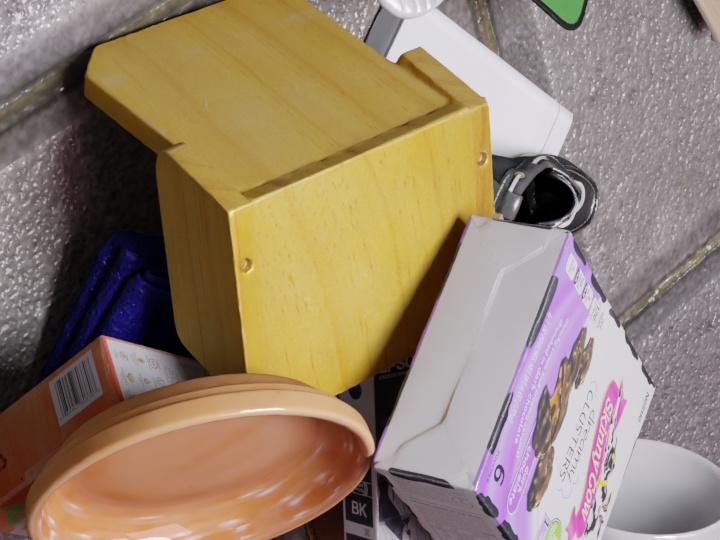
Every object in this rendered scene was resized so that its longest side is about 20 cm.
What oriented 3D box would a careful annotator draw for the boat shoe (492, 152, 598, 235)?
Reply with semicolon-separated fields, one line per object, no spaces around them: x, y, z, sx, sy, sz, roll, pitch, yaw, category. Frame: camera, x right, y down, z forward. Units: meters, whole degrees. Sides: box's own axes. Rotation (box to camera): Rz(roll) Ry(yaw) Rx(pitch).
0.121;-0.044;1.483;0.199;0.067;0.073;3;98;-61;boat shoe

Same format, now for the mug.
0.215;0.231;1.687;0.200;0.146;0.177;-52;149;-61;mug

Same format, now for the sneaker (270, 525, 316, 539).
-0.073;0.224;1.443;0.086;0.075;0.202;13;95;-40;sneaker

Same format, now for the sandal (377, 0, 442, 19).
0.049;-0.232;1.401;0.079;0.059;0.207;54;51;-18;sandal

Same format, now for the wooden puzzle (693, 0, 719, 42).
0.273;-0.300;1.610;0.186;0.046;0.200;-54;138;-15;wooden puzzle

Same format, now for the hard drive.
0.061;-0.091;1.488;0.199;0.027;0.133;30;83;-45;hard drive

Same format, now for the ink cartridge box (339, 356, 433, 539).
0.034;0.097;1.344;0.099;0.039;0.202;-11;102;-39;ink cartridge box

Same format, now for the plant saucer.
-0.091;0.110;1.210;0.198;0.038;0.201;-13;152;-7;plant saucer

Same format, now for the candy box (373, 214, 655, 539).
0.098;0.092;1.302;0.200;0.071;0.169;54;53;-53;candy box

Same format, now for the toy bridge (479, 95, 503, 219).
0.059;-0.031;1.391;0.027;0.067;0.201;-49;142;-36;toy bridge

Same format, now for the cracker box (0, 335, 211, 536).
-0.125;0.112;1.302;0.134;0.058;0.199;-36;147;26;cracker box

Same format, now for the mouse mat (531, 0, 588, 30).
0.094;-0.270;1.405;0.199;0.007;0.162;34;59;-31;mouse mat

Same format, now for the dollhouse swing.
-0.051;-0.047;1.292;0.199;0.175;0.183;-26;123;-36;dollhouse swing

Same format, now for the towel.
-0.095;0.051;1.344;0.199;0.050;0.149;8;117;-42;towel

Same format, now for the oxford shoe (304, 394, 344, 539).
0.007;0.098;1.397;0.071;0.071;0.202;10;96;-18;oxford shoe
